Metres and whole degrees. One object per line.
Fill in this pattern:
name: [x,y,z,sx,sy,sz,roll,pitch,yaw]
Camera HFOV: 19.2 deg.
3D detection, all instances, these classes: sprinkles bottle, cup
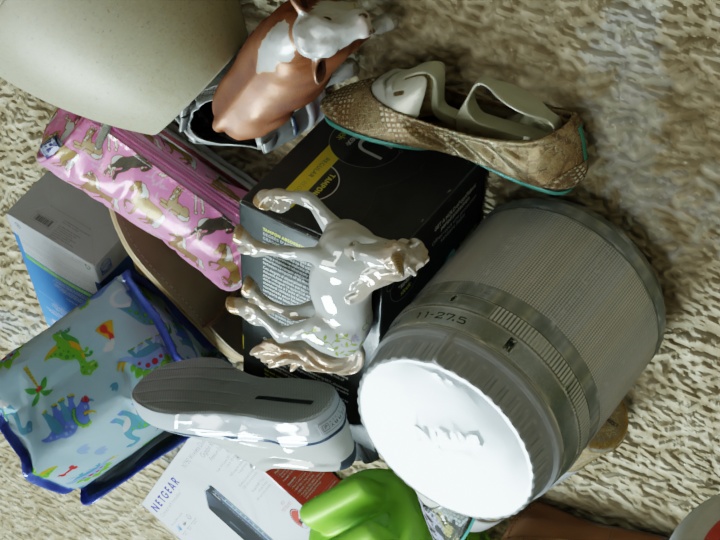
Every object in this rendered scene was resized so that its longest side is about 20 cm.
sprinkles bottle: [0.131,0.146,1.680,0.068,0.068,0.200,45,143,-3]
cup: [-0.166,-0.183,1.535,0.143,0.200,0.200,43,143,-10]

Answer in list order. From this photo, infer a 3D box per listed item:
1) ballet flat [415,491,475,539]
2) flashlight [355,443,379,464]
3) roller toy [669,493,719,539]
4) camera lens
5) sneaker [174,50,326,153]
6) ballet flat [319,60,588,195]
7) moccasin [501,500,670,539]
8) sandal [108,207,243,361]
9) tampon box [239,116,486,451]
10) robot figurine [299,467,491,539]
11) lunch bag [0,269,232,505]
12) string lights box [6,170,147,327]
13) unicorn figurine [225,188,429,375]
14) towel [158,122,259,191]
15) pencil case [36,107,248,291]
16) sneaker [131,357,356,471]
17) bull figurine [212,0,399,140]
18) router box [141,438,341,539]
ballet flat: [0.070,0.127,1.654,0.072,0.072,0.201,27,114,20]
flashlight: [-0.032,0.066,1.750,0.200,0.068,0.068,62,168,-24]
roller toy: [0.303,0.259,1.542,0.182,0.200,0.140,36,145,27]
camera lens: [0.111,0.057,1.503,0.160,0.200,0.160,24,139,23]
sneaker: [-0.126,-0.139,1.627,0.200,0.082,0.075,14,134,33]
ballet flat: [0.068,-0.113,1.490,0.199,0.071,0.065,15,127,13]
moccasin: [0.200,0.244,1.703,0.201,0.078,0.074,19,137,28]
sandal: [-0.159,-0.005,1.760,0.070,0.078,0.212,-11,123,51]
tampon box: [0.000,0.000,1.591,0.126,0.150,0.200,25,139,21]
robot figurine: [0.036,0.238,1.782,0.116,0.176,0.200,-31,141,22]
lunch bag: [-0.204,0.108,1.802,0.128,0.170,0.200,57,-177,17]
string lights box: [-0.235,0.013,1.857,0.103,0.059,0.200,30,153,23]
unicorn figurine: [-0.021,0.004,1.444,0.137,0.074,0.200,20,151,12]
towel: [-0.152,-0.043,1.795,0.144,0.023,0.200,34,141,12]
pencil case: [-0.155,-0.066,1.661,0.200,0.087,0.083,36,106,-18]
sneaker: [-0.090,0.118,1.606,0.200,0.073,0.071,9,132,39]
bull figurine: [-0.037,-0.156,1.491,0.065,0.121,0.200,58,144,1]
router box: [-0.097,0.223,1.978,0.179,0.049,0.200,41,143,3]
